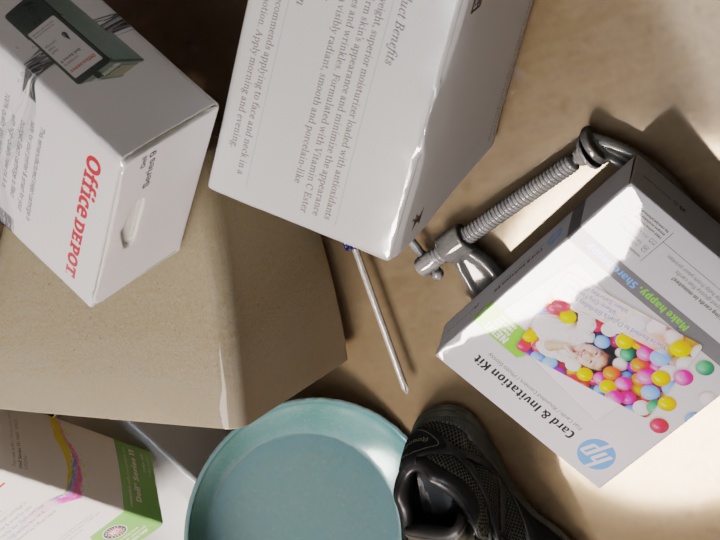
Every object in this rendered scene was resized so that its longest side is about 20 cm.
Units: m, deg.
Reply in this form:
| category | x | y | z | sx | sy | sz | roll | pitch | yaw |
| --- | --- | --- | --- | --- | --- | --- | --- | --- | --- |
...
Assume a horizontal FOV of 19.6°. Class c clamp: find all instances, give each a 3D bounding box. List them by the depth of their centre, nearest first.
| category | x | y | z | sx | sy | sz | roll | pitch | yaw |
| --- | --- | --- | --- | --- | --- | --- | --- | --- | --- |
| c clamp | 0.122 | -0.030 | 1.401 | 0.200 | 0.027 | 0.171 | -29 | 103 | 30 |

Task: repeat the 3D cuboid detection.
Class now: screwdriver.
| category | x | y | z | sx | sy | sz | roll | pitch | yaw |
| --- | --- | --- | --- | --- | --- | --- | --- | --- | --- |
| screwdriver | 0.000 | 0.000 | 1.461 | 0.028 | 0.029 | 0.200 | -10 | 105 | 26 |

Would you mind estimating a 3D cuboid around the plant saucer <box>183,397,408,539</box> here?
| category | x | y | z | sx | sy | sz | roll | pitch | yaw |
| --- | --- | --- | --- | --- | --- | --- | --- | --- | --- |
| plant saucer | -0.036 | 0.192 | 1.508 | 0.200 | 0.200 | 0.036 | 54 | 160 | -9 |

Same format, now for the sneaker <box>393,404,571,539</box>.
| category | x | y | z | sx | sy | sz | roll | pitch | yaw |
| --- | --- | --- | --- | --- | --- | --- | --- | --- | --- |
| sneaker | 0.090 | 0.202 | 1.480 | 0.076 | 0.114 | 0.199 | -27 | 104 | 32 |

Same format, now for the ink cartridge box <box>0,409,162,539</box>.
| category | x | y | z | sx | sy | sz | roll | pitch | yaw |
| --- | --- | --- | --- | --- | --- | --- | --- | --- | --- |
| ink cartridge box | -0.253 | 0.153 | 1.460 | 0.117 | 0.067 | 0.200 | -36 | 138 | 28 |

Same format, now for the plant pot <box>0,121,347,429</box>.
| category | x | y | z | sx | sy | sz | roll | pitch | yaw |
| --- | --- | --- | --- | --- | --- | --- | --- | --- | --- |
| plant pot | -0.135 | -0.009 | 1.430 | 0.200 | 0.200 | 0.177 | 3 | 102 | 20 |

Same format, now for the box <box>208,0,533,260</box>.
| category | x | y | z | sx | sy | sz | roll | pitch | yaw |
| --- | --- | --- | --- | --- | --- | --- | --- | --- | --- |
| box | 0.019 | -0.147 | 1.284 | 0.131 | 0.200 | 0.199 | 22 | 121 | 12 |

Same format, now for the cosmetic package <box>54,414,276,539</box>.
| category | x | y | z | sx | sy | sz | roll | pitch | yaw |
| --- | --- | --- | --- | --- | --- | --- | --- | --- | --- |
| cosmetic package | -0.146 | 0.163 | 1.574 | 0.200 | 0.081 | 0.113 | 44 | 122 | -2 |

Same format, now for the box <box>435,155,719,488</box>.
| category | x | y | z | sx | sy | sz | roll | pitch | yaw |
| --- | --- | --- | --- | --- | --- | --- | --- | --- | --- |
| box | 0.172 | 0.038 | 1.393 | 0.156 | 0.041 | 0.200 | 40 | 125 | -12 |

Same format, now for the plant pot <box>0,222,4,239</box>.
| category | x | y | z | sx | sy | sz | roll | pitch | yaw |
| --- | --- | --- | --- | --- | --- | --- | --- | --- | --- |
| plant pot | -0.279 | -0.065 | 1.479 | 0.093 | 0.201 | 0.201 | -41 | 97 | -5 |

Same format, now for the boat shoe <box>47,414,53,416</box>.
| category | x | y | z | sx | sy | sz | roll | pitch | yaw |
| --- | --- | --- | --- | --- | --- | --- | --- | --- | --- |
| boat shoe | -0.296 | 0.042 | 1.564 | 0.200 | 0.073 | 0.062 | 39 | 128 | 17 |

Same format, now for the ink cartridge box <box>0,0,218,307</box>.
| category | x | y | z | sx | sy | sz | roll | pitch | yaw |
| --- | --- | --- | --- | --- | --- | --- | --- | --- | --- |
| ink cartridge box | -0.193 | -0.098 | 1.283 | 0.200 | 0.084 | 0.146 | 42 | 143 | 17 |
